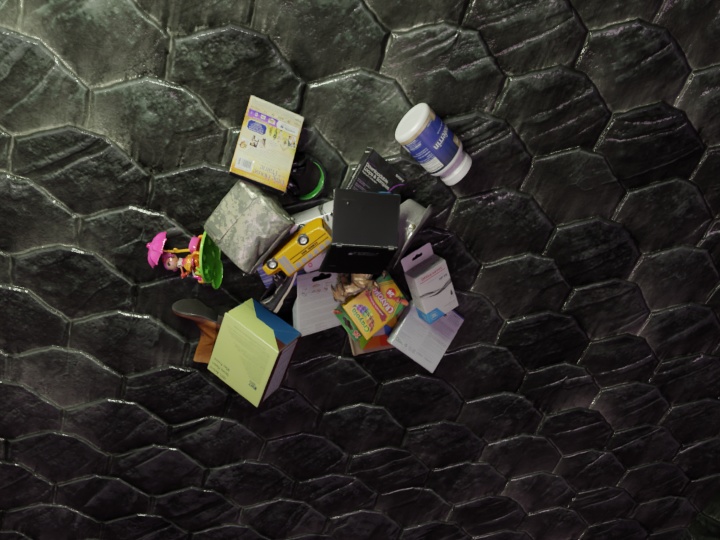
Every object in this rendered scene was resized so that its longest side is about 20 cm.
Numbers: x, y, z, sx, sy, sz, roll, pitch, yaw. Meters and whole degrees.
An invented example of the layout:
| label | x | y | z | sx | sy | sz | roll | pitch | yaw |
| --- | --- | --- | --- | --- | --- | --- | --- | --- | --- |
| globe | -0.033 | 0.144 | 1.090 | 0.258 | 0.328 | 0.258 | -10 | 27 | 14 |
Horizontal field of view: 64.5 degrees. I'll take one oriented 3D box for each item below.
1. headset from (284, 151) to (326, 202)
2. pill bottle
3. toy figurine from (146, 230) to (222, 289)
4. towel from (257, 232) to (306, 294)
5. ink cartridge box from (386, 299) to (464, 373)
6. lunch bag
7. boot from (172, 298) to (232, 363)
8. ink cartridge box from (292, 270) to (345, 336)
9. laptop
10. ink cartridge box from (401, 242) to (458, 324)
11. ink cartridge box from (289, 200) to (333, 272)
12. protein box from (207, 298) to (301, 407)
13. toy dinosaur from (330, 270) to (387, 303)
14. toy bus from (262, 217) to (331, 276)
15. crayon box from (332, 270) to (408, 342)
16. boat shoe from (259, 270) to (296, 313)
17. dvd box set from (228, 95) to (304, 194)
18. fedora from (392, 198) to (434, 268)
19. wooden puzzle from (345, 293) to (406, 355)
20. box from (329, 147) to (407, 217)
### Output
| label | x | y | z | sx | sy | sz | roll | pitch | yaw |
| --- | --- | --- | --- | --- | --- | --- | --- | --- | --- |
| headset | -0.178 | -0.241 | 1.469 | 0.194 | 0.095 | 0.126 | 12 | 118 | -26 |
| pill bottle | 0.191 | -0.319 | 1.465 | 0.198 | 0.117 | 0.116 | 38 | 109 | -26 |
| toy figurine | -0.482 | -0.035 | 1.545 | 0.177 | 0.154 | 0.203 | 5 | 145 | 5 |
| towel | -0.234 | -0.035 | 1.619 | 0.140 | 0.024 | 0.204 | -19 | 118 | 8 |
| ink cartridge box | 0.204 | 0.184 | 1.772 | 0.198 | 0.040 | 0.203 | 36 | 86 | -26 |
| lunch bag | -0.280 | -0.112 | 1.464 | 0.200 | 0.139 | 0.168 | -45 | 80 | 11 |
| boot | -0.476 | 0.186 | 1.698 | 0.182 | 0.069 | 0.204 | 7 | 125 | -20 |
| ink cartridge box | -0.119 | 0.081 | 1.656 | 0.158 | 0.057 | 0.207 | -13 | 118 | -26 |
| laptop | -0.003 | -0.093 | 1.468 | 0.181 | 0.119 | 0.201 | 3 | 147 | -20 |
| ink cartridge box | 0.203 | 0.038 | 1.668 | 0.114 | 0.066 | 0.205 | -30 | 118 | -15 |
| ink cartridge box | -0.082 | -0.103 | 1.564 | 0.194 | 0.087 | 0.150 | -17 | 120 | 4 |
| protein box | -0.306 | 0.233 | 1.645 | 0.195 | 0.134 | 0.204 | 32 | 116 | 14 |
| toy dinosaur | 0.000 | 0.000 | 1.609 | 0.132 | 0.205 | 0.086 | 21 | 164 | 17 |
| toy bus | -0.165 | -0.055 | 1.495 | 0.198 | 0.066 | 0.079 | -36 | 119 | 13 |
| crayon box | 0.030 | 0.108 | 1.673 | 0.199 | 0.051 | 0.128 | -40 | 107 | -4 |
| boat shoe | -0.227 | 0.034 | 1.604 | 0.061 | 0.074 | 0.203 | 22 | 122 | -14 |
| dvd box set | -0.227 | -0.305 | 1.392 | 0.142 | 0.029 | 0.207 | 17 | 75 | -18 |
| fedora | 0.115 | -0.114 | 1.556 | 0.089 | 0.177 | 0.202 | 37 | 96 | 5 |
| wooden puzzle | 0.055 | 0.174 | 1.766 | 0.193 | 0.038 | 0.190 | -13 | 120 | -1 |
| box | 0.023 | -0.192 | 1.484 | 0.141 | 0.036 | 0.204 | 32 | 83 | -33 |
